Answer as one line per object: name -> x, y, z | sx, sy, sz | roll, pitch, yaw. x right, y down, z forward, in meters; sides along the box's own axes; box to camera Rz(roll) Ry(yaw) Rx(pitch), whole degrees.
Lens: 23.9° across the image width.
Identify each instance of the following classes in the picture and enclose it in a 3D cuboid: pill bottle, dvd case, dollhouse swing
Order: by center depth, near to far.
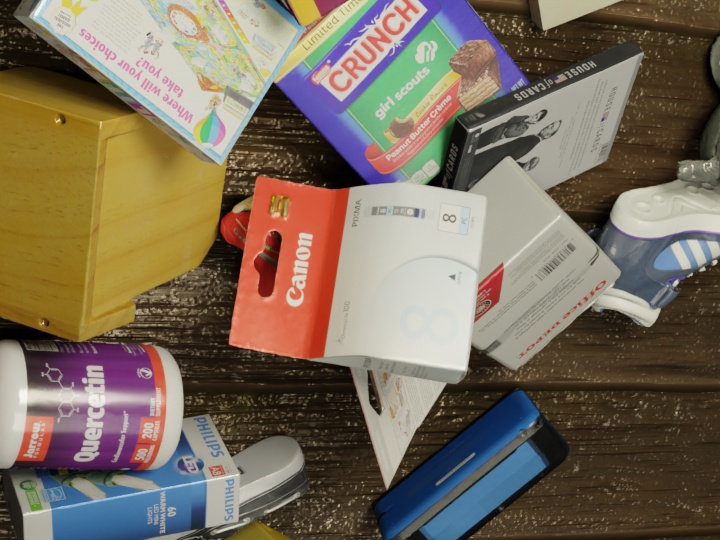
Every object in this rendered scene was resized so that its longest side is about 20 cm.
dollhouse swing -> -0.230, -0.075, 1.433 | 0.181, 0.176, 0.200 | 17, 119, 14
pill bottle -> -0.263, 0.118, 1.488 | 0.200, 0.112, 0.113 | 3, 118, -26
dvd case -> 0.157, -0.117, 1.531 | 0.200, 0.025, 0.150 | -26, 151, -26

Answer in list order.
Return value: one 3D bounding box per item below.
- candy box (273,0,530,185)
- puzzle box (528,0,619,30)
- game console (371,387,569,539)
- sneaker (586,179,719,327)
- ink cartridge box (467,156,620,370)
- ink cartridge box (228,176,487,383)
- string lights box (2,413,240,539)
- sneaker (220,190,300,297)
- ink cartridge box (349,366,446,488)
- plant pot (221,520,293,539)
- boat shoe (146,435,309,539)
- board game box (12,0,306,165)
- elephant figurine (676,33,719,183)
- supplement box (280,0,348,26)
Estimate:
candy box -> 0.026, -0.178, 1.459 | 0.169, 0.077, 0.200 | -42, 127, 4
puzzle box -> 0.198, -0.322, 1.482 | 0.133, 0.025, 0.200 | -21, 126, -11
game console -> 0.124, 0.227, 1.735 | 0.200, 0.171, 0.118 | -40, 101, 2
sneaker -> 0.314, -0.013, 1.700 | 0.200, 0.081, 0.147 | -7, 132, -26
ink cartridge box -> 0.139, -0.001, 1.569 | 0.144, 0.084, 0.200 | -42, 152, 7
ink cartridge box -> 0.000, 0.000, 1.433 | 0.200, 0.160, 0.047 | 10, 160, -4
string lights box -> -0.221, 0.198, 1.562 | 0.200, 0.103, 0.059 | -9, 122, -20
sneaker -> -0.063, 0.007, 1.550 | 0.085, 0.077, 0.200 | -21, 126, 14
ink cartridge box -> 0.021, 0.068, 1.564 | 0.176, 0.045, 0.200 | -55, 141, -43
plant pot -> -0.084, 0.369, 1.685 | 0.200, 0.200, 0.177 | 37, 88, -36
boat shoe -> -0.142, 0.231, 1.644 | 0.200, 0.072, 0.068 | -26, 126, -17
board game box -> -0.150, -0.192, 1.312 | 0.200, 0.034, 0.135 | 38, 77, -34
elephant figurine -> 0.398, -0.180, 1.615 | 0.141, 0.155, 0.200 | 14, 108, 17
supplement box -> -0.003, -0.303, 1.337 | 0.200, 0.131, 0.103 | -31, 129, -3
